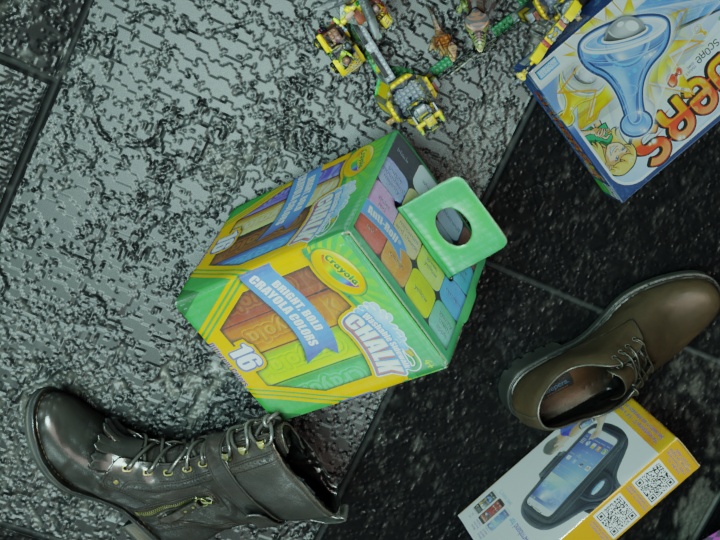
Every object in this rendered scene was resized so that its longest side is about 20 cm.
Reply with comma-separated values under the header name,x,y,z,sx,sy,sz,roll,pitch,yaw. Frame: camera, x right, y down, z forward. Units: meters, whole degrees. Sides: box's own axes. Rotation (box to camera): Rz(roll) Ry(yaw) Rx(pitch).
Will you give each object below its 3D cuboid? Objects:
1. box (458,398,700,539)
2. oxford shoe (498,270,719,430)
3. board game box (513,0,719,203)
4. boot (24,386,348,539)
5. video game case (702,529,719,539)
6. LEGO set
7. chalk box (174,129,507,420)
name,x,y,z,sx,sy,sz,roll,pitch,yaw
box,0.163,0.186,1.002,0.200,0.119,0.041,-40,112,0
oxford shoe,0.215,0.072,0.998,0.200,0.084,0.073,-34,110,-4
board game box,0.235,-0.167,0.952,0.200,0.034,0.135,-41,112,1
boot,-0.122,0.132,0.897,0.174,0.069,0.200,-22,127,31
video game case,0.319,0.320,1.098,0.200,0.036,0.181,-37,114,19
LEGO set,0.071,-0.187,0.859,0.200,0.116,0.154,-28,112,-4
chalk box,0.000,0.000,0.849,0.200,0.124,0.125,-22,117,34
